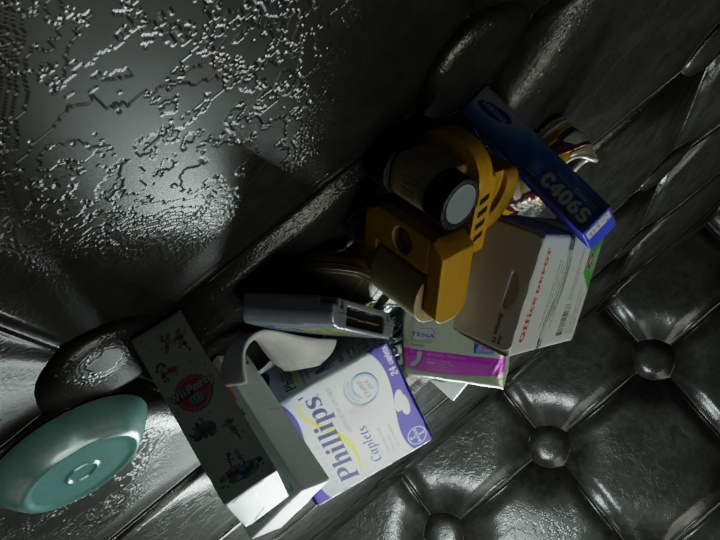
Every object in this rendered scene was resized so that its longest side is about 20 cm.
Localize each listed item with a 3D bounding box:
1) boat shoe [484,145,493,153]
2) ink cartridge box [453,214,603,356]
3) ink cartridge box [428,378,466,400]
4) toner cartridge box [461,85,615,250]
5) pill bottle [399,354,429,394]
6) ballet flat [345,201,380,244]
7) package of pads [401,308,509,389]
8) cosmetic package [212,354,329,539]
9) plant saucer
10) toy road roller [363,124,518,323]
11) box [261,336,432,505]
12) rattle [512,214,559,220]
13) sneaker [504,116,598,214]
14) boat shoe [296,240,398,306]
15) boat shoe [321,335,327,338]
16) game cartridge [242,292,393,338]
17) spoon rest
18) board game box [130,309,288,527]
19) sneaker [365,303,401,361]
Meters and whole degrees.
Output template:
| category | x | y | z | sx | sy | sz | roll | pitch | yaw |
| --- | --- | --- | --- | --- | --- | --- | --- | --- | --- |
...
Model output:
| category | x | y | z | sx | sy | sz | roll | pitch | yaw |
| --- | --- | --- | --- | --- | --- | --- | --- | --- | --- |
| boat shoe | 0.142 | -0.048 | 0.958 | 0.066 | 0.073 | 0.203 | -100 | -164 | -70 |
| ink cartridge box | 0.208 | 0.013 | 0.953 | 0.198 | 0.082 | 0.149 | -2 | 111 | -55 |
| ink cartridge box | 0.198 | 0.104 | 1.274 | 0.200 | 0.067 | 0.118 | -47 | 169 | -24 |
| toner cartridge box | 0.203 | -0.116 | 0.889 | 0.043 | 0.201 | 0.095 | -43 | 159 | 9 |
| pill bottle | 0.048 | 0.183 | 1.365 | 0.200 | 0.111 | 0.111 | -42 | 159 | 8 |
| ballet flat | 0.066 | -0.053 | 0.973 | 0.198 | 0.069 | 0.068 | -14 | 150 | -48 |
| package of pads | 0.131 | 0.056 | 1.084 | 0.068 | 0.151 | 0.204 | -48 | 141 | -61 |
| cosmetic package | -0.140 | 0.215 | 0.980 | 0.101 | 0.201 | 0.071 | -45 | 159 | 17 |
| plant saucer | -0.329 | 0.222 | 0.906 | 0.198 | 0.036 | 0.201 | -34 | 159 | -15 |
| toy road roller | 0.093 | -0.059 | 0.860 | 0.144 | 0.122 | 0.203 | -22 | 133 | -34 |
| box | -0.025 | 0.199 | 1.120 | 0.198 | 0.105 | 0.186 | -29 | 115 | -5 |
| rattle | 0.216 | -0.030 | 1.133 | 0.198 | 0.132 | 0.142 | -28 | 161 | 19 |
| sneaker | 0.246 | -0.118 | 1.117 | 0.201 | 0.091 | 0.074 | -50 | 157 | 27 |
| boat shoe | 0.000 | 0.000 | 0.975 | 0.197 | 0.069 | 0.072 | 10 | 142 | -38 |
| boat shoe | -0.062 | 0.159 | 1.187 | 0.199 | 0.068 | 0.072 | -41 | 160 | 3 |
| game cartridge | -0.052 | 0.056 | 0.930 | 0.199 | 0.131 | 0.041 | 22 | 74 | -66 |
| spoon rest | -0.104 | 0.103 | 1.005 | 0.098 | 0.062 | 0.199 | -11 | 178 | 29 |
| board game box | -0.159 | 0.163 | 0.840 | 0.064 | 0.201 | 0.148 | -32 | 159 | -15 |
| sneaker | 0.050 | 0.083 | 1.205 | 0.073 | 0.081 | 0.201 | -31 | 158 | -21 |
